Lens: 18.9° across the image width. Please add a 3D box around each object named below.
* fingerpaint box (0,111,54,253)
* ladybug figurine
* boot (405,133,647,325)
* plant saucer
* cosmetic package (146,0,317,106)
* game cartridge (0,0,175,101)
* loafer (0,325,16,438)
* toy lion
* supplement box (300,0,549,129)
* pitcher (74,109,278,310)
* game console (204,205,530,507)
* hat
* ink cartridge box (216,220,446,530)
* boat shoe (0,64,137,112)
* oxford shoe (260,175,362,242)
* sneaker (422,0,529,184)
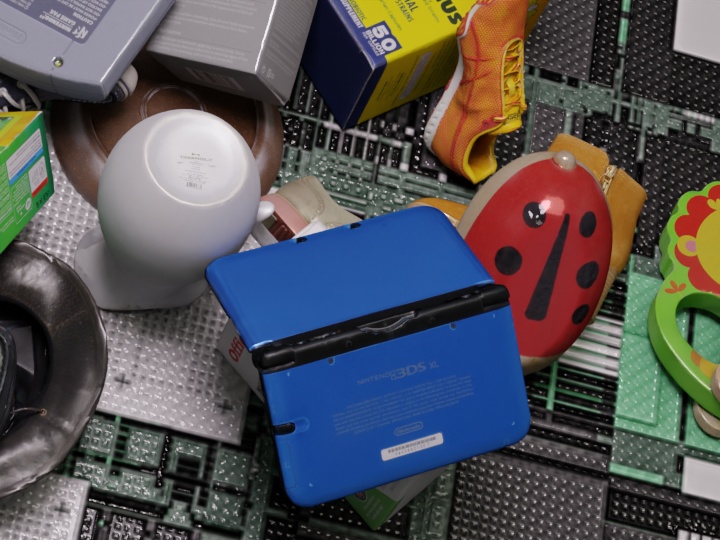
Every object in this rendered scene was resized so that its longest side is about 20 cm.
[{"bbox_3d":[-0.338,-0.050,1.592,0.165,0.074,0.200,-1,23,12],"label":"fingerpaint box"},{"bbox_3d":[0.138,0.000,1.733,0.134,0.202,0.072,7,23,-13],"label":"ladybug figurine"},{"bbox_3d":[0.141,-0.057,1.823,0.200,0.071,0.145,28,67,-15],"label":"boot"},{"bbox_3d":[-0.157,-0.125,1.795,0.198,0.032,0.202,7,64,-14],"label":"plant saucer"},{"bbox_3d":[-0.089,-0.250,1.756,0.106,0.090,0.202,15,81,21],"label":"cosmetic package"},{"bbox_3d":[-0.256,-0.218,1.704,0.199,0.041,0.134,29,68,16],"label":"game cartridge"},{"bbox_3d":[-0.301,0.129,1.540,0.068,0.070,0.202,24,82,3],"label":"loafer"},{"bbox_3d":[0.324,0.018,1.855,0.199,0.069,0.192,-30,69,-26],"label":"toy lion"},{"bbox_3d":[0.050,-0.224,1.859,0.199,0.110,0.109,-26,74,-26],"label":"supplement box"},{"bbox_3d":[-0.123,-0.038,1.667,0.170,0.200,0.122,4,64,-16],"label":"pitcher"},{"bbox_3d":[0.005,0.060,1.593,0.198,0.118,0.172,-15,102,-19],"label":"game console"},{"bbox_3d":[-0.281,0.080,1.631,0.198,0.081,0.203,0,76,0],"label":"hat"},{"bbox_3d":[-0.010,0.082,1.671,0.084,0.146,0.200,-37,79,-26],"label":"ink cartridge box"},{"bbox_3d":[-0.283,-0.142,1.732,0.198,0.075,0.093,12,66,14],"label":"boat shoe"},{"bbox_3d":[0.000,0.000,1.759,0.074,0.071,0.200,-36,79,-30],"label":"oxford shoe"},{"bbox_3d":[0.114,-0.162,1.797,0.077,0.201,0.073,37,47,24],"label":"sneaker"}]
